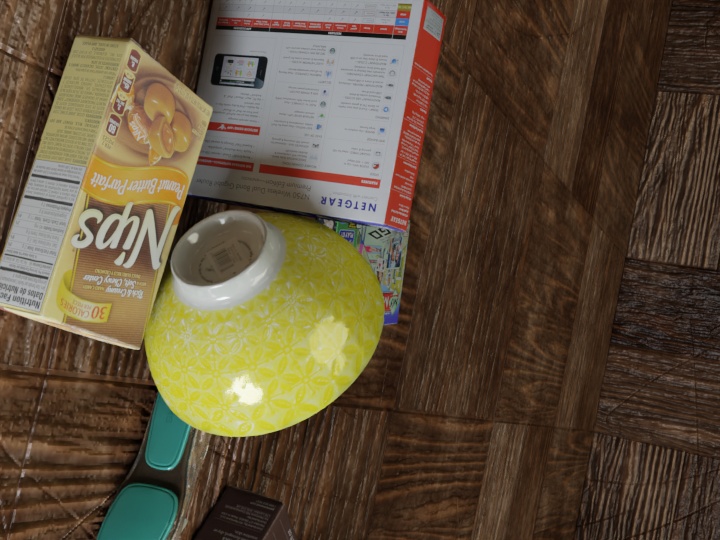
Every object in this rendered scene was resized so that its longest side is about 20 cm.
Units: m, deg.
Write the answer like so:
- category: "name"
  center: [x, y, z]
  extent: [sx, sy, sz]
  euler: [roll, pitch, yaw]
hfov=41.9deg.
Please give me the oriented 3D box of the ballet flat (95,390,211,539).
- category: "ballet flat"
  center: [-0.163, 0.183, 0.798]
  extent: [0.067, 0.068, 0.200]
  euler: [62, 46, -62]

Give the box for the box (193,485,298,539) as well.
- category: "box"
  center: [-0.135, 0.318, 0.891]
  extent: [0.200, 0.075, 0.100]
  euler: [-56, 145, -38]

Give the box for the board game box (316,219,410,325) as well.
- category: "board game box"
  center: [0.000, 0.000, 1.111]
  extent: [0.200, 0.029, 0.135]
  euler: [-1, 98, -64]

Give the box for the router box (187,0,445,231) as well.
- category: "router box"
  center: [-0.044, -0.136, 0.779]
  extent: [0.049, 0.199, 0.180]
  euler: [11, 90, -64]

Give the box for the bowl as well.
- category: "bowl"
  center: [-0.090, 0.017, 0.739]
  extent: [0.200, 0.200, 0.108]
  euler: [-62, 146, -33]

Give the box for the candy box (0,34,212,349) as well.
- category: "candy box"
  center: [-0.183, -0.053, 0.684]
  extent: [0.115, 0.055, 0.201]
  euler: [35, 67, -63]
